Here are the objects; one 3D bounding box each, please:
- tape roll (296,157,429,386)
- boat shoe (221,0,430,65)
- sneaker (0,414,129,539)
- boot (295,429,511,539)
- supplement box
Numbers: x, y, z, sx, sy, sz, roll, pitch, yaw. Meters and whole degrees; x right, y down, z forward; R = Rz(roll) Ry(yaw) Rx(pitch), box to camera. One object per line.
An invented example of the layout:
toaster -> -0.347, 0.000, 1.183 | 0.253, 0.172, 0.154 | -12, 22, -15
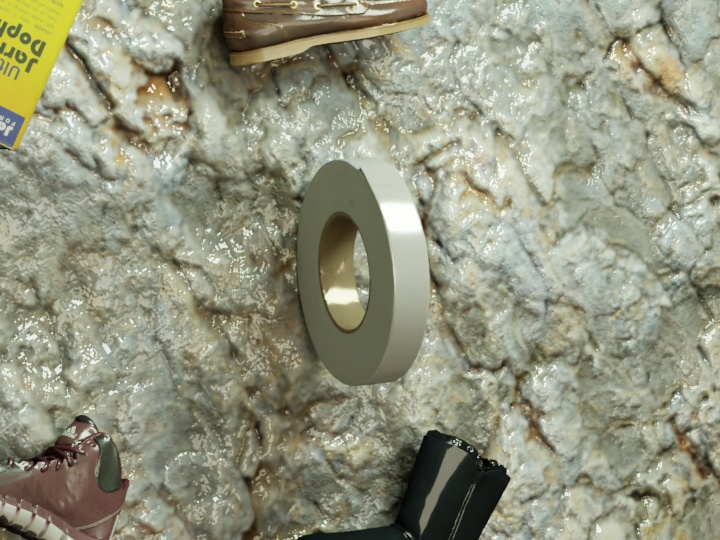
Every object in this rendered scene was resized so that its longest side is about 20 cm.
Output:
tape roll -> 0.000, 0.000, 1.767 | 0.037, 0.203, 0.204 | -4, 93, -25
boat shoe -> -0.029, -0.236, 1.817 | 0.199, 0.070, 0.071 | -14, 102, -25
sneaker -> -0.280, 0.164, 1.714 | 0.200, 0.076, 0.116 | 34, 72, -34
boot -> 0.036, 0.224, 1.858 | 0.200, 0.076, 0.169 | 23, 85, -32
supplement box -> -0.305, -0.209, 1.662 | 0.109, 0.109, 0.201 | 26, 80, -24
